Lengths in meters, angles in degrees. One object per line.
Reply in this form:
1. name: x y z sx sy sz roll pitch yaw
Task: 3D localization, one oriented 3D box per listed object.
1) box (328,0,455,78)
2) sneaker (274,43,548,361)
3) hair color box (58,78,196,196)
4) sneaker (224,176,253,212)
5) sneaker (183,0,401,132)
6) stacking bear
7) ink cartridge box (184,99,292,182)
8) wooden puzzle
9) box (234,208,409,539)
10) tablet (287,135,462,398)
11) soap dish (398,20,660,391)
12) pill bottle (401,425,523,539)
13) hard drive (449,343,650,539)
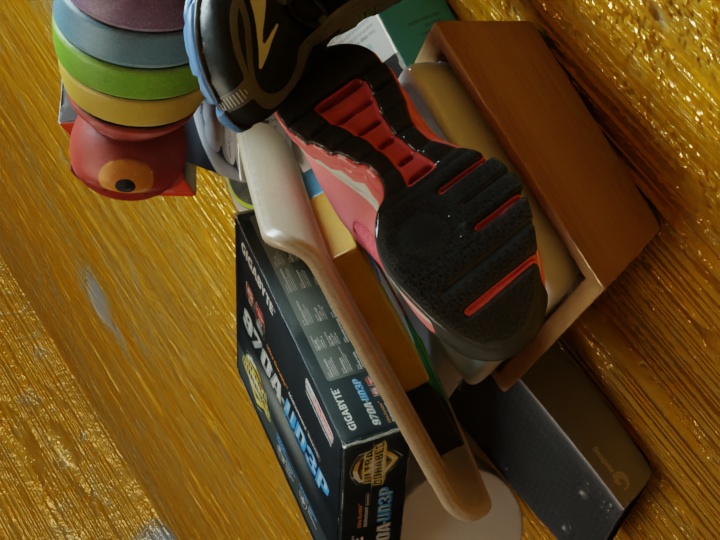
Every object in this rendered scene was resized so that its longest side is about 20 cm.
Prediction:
1. box: -0.014 -0.186 0.946 0.200 0.049 0.082 63 150 0
2. sneaker: 0.033 -0.027 0.798 0.200 0.074 0.087 55 175 35
3. hair color box: -0.164 -0.131 1.197 0.200 0.064 0.111 63 -153 -77
4. sneaker: -0.081 -0.104 1.234 0.200 0.074 0.081 46 155 52
5. sneaker: -0.014 -0.149 0.797 0.083 0.200 0.071 7 141 46
6. stacking bear: -0.137 -0.127 1.009 0.114 0.121 0.200 -102 19 -47
7. ink cartridge box: -0.103 -0.170 1.101 0.200 0.043 0.199 -158 63 -64
8. wooden puzzle: 0.005 0.019 0.896 0.200 0.037 0.185 56 -174 -24
9. box: -0.028 0.080 1.051 0.159 0.046 0.200 94 155 -48
10. tablet: 0.000 0.000 1.050 0.200 0.014 0.130 54 150 17
11. soap dish: 0.074 -0.033 0.888 0.158 0.081 0.200 59 162 11
12. pill bottle: 0.037 0.148 1.166 0.200 0.113 0.114 -137 24 -69
13. hard drive: 0.100 0.084 1.031 0.200 0.042 0.135 50 160 20
